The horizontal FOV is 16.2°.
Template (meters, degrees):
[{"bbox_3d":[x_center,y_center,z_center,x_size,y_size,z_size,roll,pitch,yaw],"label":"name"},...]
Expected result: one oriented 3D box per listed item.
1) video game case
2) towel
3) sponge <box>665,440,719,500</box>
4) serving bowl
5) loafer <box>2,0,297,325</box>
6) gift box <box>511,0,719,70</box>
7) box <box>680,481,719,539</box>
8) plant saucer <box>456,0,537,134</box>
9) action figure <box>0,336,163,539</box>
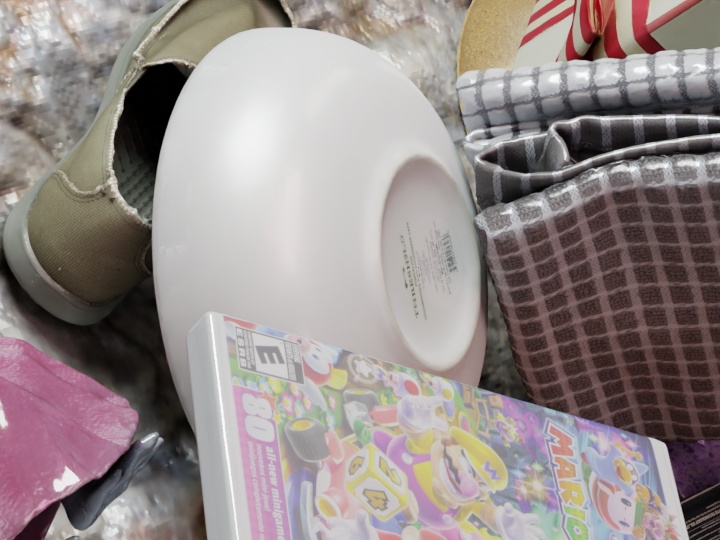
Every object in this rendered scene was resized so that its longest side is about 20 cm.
[{"bbox_3d":[0.036,0.098,0.840,0.199,0.018,0.144,17,46,-32],"label":"video game case"},{"bbox_3d":[0.137,-0.001,1.050,0.200,0.165,0.086,67,23,-51],"label":"towel"},{"bbox_3d":[0.201,0.152,1.179,0.111,0.030,0.201,-22,83,-48],"label":"sponge"},{"bbox_3d":[0.000,0.000,0.993,0.200,0.066,0.201,21,65,-59],"label":"serving bowl"},{"bbox_3d":[-0.068,-0.057,1.011,0.075,0.070,0.200,44,44,-16],"label":"loafer"},{"bbox_3d":[0.187,-0.116,1.150,0.187,0.200,0.185,39,40,-19],"label":"gift box"},{"bbox_3d":[0.159,0.176,1.084,0.199,0.046,0.160,-21,82,-36],"label":"box"},{"bbox_3d":[0.132,-0.068,1.238,0.200,0.035,0.201,23,53,-33],"label":"plant saucer"},{"bbox_3d":[-0.171,0.029,0.867,0.200,0.134,0.149,39,88,-2],"label":"action figure"}]
